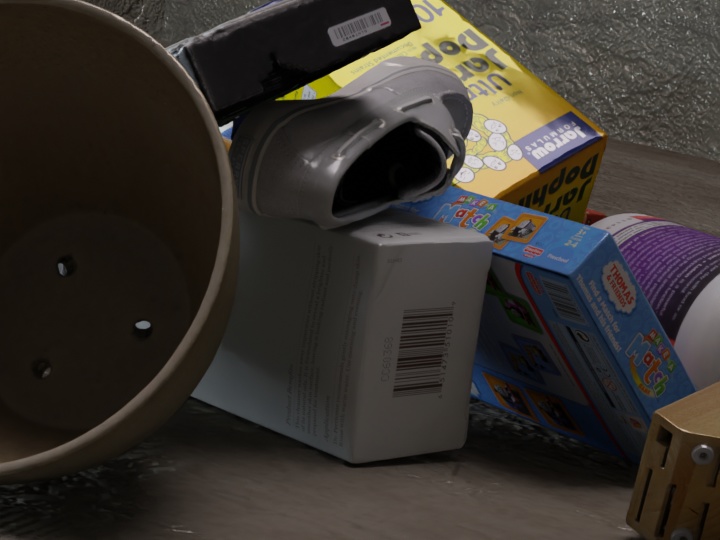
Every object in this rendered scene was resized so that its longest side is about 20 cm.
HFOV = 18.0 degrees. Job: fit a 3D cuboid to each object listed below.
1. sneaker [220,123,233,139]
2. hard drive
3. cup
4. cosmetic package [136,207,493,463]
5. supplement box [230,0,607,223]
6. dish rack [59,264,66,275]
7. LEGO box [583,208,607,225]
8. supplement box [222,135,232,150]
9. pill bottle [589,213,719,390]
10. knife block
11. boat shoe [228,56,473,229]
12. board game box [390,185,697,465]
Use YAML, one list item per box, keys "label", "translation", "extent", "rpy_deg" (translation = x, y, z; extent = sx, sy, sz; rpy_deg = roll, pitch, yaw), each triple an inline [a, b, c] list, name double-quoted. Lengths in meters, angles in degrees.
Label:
- label: "sneaker"
  translation: [-0.019, -0.018, 1.478]
  extent: [0.200, 0.079, 0.089]
  rpy_deg: [30, 41, -19]
- label: "hard drive"
  translation: [-0.084, -0.082, 1.069]
  extent: [0.139, 0.038, 0.200]
  rpy_deg: [-26, 3, -41]
- label: "cup"
  translation: [-0.134, 0.003, 0.952]
  extent: [0.199, 0.201, 0.143]
  rpy_deg: [11, -14, 14]
- label: "cosmetic package"
  translation: [-0.036, 0.016, 1.143]
  extent: [0.081, 0.113, 0.200]
  rpy_deg: [-3, 16, -42]
- label: "supplement box"
  translation: [0.031, -0.079, 1.347]
  extent: [0.109, 0.110, 0.200]
  rpy_deg: [-30, 60, -33]
- label: "dish rack"
  translation: [-0.215, -0.005, 1.282]
  extent: [0.153, 0.055, 0.200]
  rpy_deg: [16, 10, 42]
- label: "LEGO box"
  translation: [0.052, -0.025, 1.630]
  extent: [0.200, 0.078, 0.149]
  rpy_deg: [17, 12, 41]
- label: "supplement box"
  translation: [-0.114, -0.057, 1.282]
  extent: [0.200, 0.067, 0.069]
  rpy_deg: [25, 2, -32]
- label: "pill bottle"
  translation: [0.195, 0.040, 1.240]
  extent: [0.111, 0.112, 0.200]
  rpy_deg: [5, 9, -29]
- label: "knife block"
  translation: [0.224, 0.066, 1.060]
  extent: [0.199, 0.064, 0.176]
  rpy_deg: [9, 30, -2]
- label: "boat shoe"
  translation: [0.013, -0.059, 1.096]
  extent: [0.068, 0.072, 0.200]
  rpy_deg: [24, 16, 24]
- label: "board game box"
  translation: [0.081, 0.024, 1.171]
  extent: [0.200, 0.037, 0.151]
  rpy_deg: [19, -31, 50]
